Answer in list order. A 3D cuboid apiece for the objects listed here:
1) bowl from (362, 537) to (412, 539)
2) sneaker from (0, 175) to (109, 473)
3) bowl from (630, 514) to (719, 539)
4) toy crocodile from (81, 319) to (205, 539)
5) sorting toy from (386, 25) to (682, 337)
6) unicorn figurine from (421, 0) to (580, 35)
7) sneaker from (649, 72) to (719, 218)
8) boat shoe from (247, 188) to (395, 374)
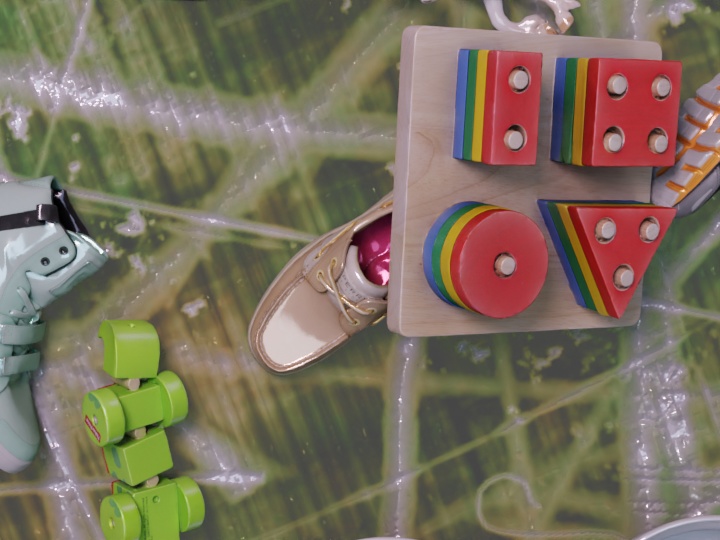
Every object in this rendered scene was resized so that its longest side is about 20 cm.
[{"bbox_3d":[0.015,0.274,0.932,0.199,0.090,0.204,0,97,-1],"label":"bowl"},{"bbox_3d":[-0.226,0.034,0.911,0.117,0.074,0.203,-13,94,7],"label":"sneaker"},{"bbox_3d":[0.238,0.262,0.944,0.199,0.090,0.204,0,96,-1],"label":"bowl"},{"bbox_3d":[-0.158,0.134,0.936,0.067,0.061,0.202,-15,104,-35],"label":"toy crocodile"},{"bbox_3d":[0.125,-0.054,0.873,0.198,0.069,0.201,-2,100,-27],"label":"sorting toy"},{"bbox_3d":[0.098,-0.222,0.903,0.137,0.074,0.201,34,78,-5],"label":"unicorn figurine"},{"bbox_3d":[0.281,-0.109,0.914,0.077,0.078,0.200,36,101,-23],"label":"sneaker"},{"bbox_3d":[0.000,0.000,0.918,0.200,0.069,0.074,-42,96,3],"label":"boat shoe"}]
